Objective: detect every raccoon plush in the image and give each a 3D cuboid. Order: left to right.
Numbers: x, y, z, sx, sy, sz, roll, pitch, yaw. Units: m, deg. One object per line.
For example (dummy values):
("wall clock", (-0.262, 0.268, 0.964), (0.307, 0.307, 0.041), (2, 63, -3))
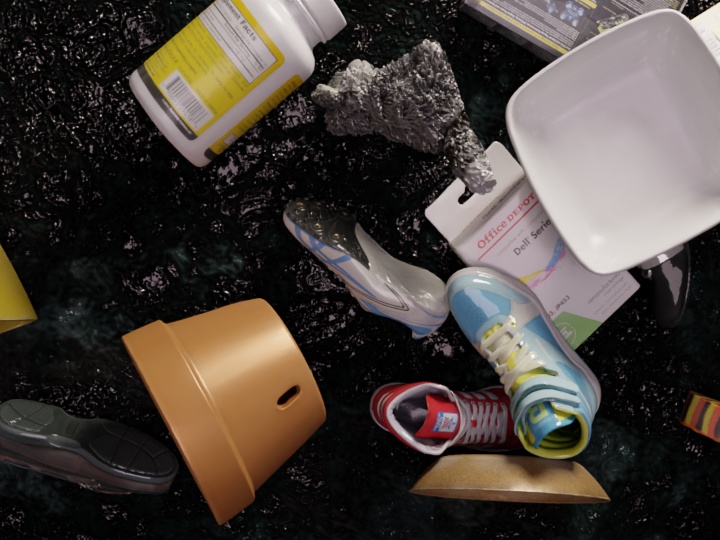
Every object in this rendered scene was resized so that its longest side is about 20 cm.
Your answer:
("raccoon plush", (0.032, -0.138, 0.893), (0.132, 0.201, 0.098), (-21, 131, 2))

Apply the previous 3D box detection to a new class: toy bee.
("toy bee", (0.441, 0.174, 0.980), (0.196, 0.109, 0.134), (-3, 96, -2))

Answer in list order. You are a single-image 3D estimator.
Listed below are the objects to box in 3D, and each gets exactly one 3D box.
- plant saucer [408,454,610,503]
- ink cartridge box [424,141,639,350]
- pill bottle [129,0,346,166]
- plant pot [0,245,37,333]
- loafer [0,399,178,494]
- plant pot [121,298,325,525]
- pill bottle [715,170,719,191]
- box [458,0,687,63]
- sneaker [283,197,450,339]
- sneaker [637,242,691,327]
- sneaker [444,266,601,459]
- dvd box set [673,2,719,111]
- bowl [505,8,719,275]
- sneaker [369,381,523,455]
("plant saucer", (0.146, 0.207, 0.939), (0.196, 0.200, 0.036), (4, 74, -3))
("ink cartridge box", (0.170, -0.021, 0.962), (0.117, 0.067, 0.200), (-44, 97, 4))
("pill bottle", (-0.113, -0.203, 0.905), (0.199, 0.111, 0.112), (-39, 97, 3))
("plant pot", (-0.451, -0.006, 0.886), (0.197, 0.200, 0.179), (-18, 87, 0))
("loafer", (-0.285, 0.192, 0.982), (0.197, 0.072, 0.064), (19, 117, 2))
("plant pot", (-0.125, 0.120, 0.919), (0.139, 0.200, 0.203), (-29, 98, -16))
("pill bottle", (0.440, -0.079, 0.942), (0.196, 0.110, 0.112), (14, 97, -1))
("box", (0.221, -0.285, 0.939), (0.198, 0.049, 0.163), (27, 94, -6))
("sneaker", (0.000, 0.000, 0.962), (0.199, 0.072, 0.073), (35, 125, 1))
("sneaker", (0.283, -0.042, 0.965), (0.087, 0.074, 0.204), (-5, 88, -2))
("sneaker", (0.151, 0.090, 0.886), (0.200, 0.131, 0.080), (43, 115, -5))
("dvd box set", (0.409, -0.212, 0.915), (0.198, 0.029, 0.147), (-32, 72, -11))
("bowl", (0.250, -0.115, 0.886), (0.197, 0.075, 0.202), (-28, 86, 6))
("sneaker", (0.110, 0.150, 0.957), (0.196, 0.112, 0.073), (4, 86, -3))
